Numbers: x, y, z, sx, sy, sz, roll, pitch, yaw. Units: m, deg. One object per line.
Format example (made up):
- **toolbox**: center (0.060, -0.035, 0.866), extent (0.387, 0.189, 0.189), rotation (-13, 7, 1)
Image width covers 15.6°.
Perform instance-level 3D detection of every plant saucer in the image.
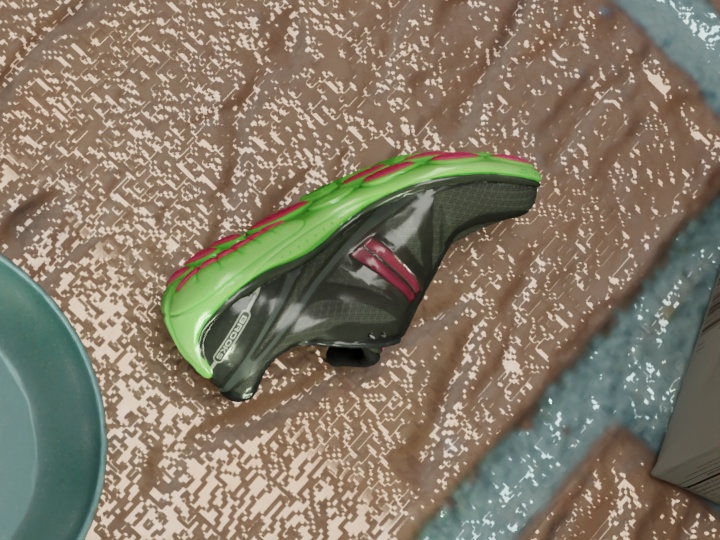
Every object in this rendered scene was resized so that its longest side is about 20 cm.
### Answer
- **plant saucer**: center (-0.214, 0.075, 1.183), extent (0.199, 0.036, 0.201), rotation (9, 66, -21)

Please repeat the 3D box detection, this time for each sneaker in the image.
- **sneaker**: center (0.000, 0.000, 1.263), extent (0.200, 0.077, 0.084), rotation (-26, 102, -16)

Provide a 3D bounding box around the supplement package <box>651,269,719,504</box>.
- **supplement package**: center (0.281, 0.042, 1.278), extent (0.200, 0.147, 0.192), rotation (24, 71, -8)
